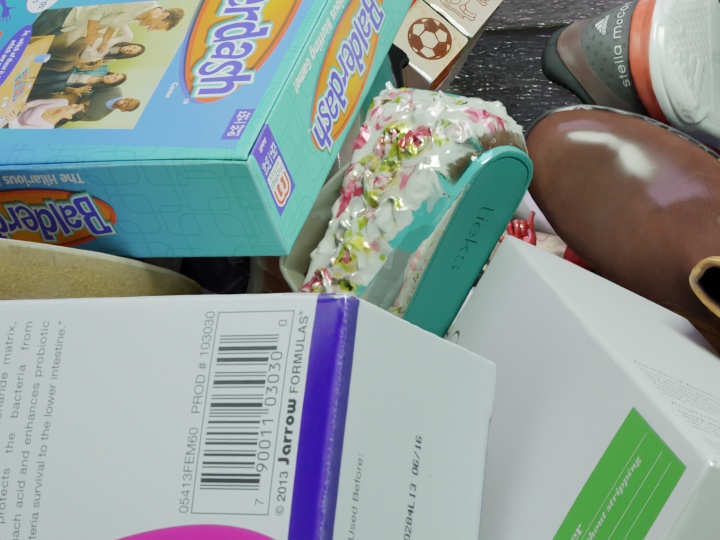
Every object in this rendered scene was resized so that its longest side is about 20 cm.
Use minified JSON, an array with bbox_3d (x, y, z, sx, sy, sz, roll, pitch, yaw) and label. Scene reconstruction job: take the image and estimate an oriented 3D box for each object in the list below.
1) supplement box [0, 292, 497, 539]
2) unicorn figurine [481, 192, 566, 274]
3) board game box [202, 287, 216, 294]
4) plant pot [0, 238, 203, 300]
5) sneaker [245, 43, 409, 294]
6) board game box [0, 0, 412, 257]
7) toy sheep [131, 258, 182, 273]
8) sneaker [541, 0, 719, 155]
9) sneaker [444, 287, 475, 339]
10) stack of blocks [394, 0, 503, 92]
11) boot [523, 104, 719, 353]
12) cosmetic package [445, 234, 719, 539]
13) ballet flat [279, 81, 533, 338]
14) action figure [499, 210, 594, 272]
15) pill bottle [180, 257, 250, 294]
[{"bbox_3d":[-0.069,0.068,0.891,0.199,0.102,0.103,-1,-14,30],"label":"supplement box"},{"bbox_3d":[0.084,-0.041,1.335,0.136,0.074,0.201,0,38,7],"label":"unicorn figurine"},{"bbox_3d":[-0.116,0.042,1.141,0.134,0.045,0.200,-16,25,-35],"label":"board game box"},{"bbox_3d":[-0.155,0.014,1.009,0.198,0.028,0.200,2,-8,0],"label":"plant pot"},{"bbox_3d":[0.000,0.000,1.068,0.071,0.202,0.080,-9,-10,40],"label":"sneaker"},{"bbox_3d":[-0.093,-0.069,1.008,0.199,0.045,0.153,-1,42,27],"label":"board game box"},{"bbox_3d":[-0.107,-0.045,1.126,0.199,0.139,0.138,-10,21,-13],"label":"toy sheep"},{"bbox_3d":[0.140,-0.054,1.219,0.081,0.200,0.077,-5,54,31],"label":"sneaker"},{"bbox_3d":[0.061,0.045,1.093,0.072,0.072,0.199,-9,23,-43],"label":"sneaker"},{"bbox_3d":[-0.021,-0.099,1.314,0.115,0.200,0.059,39,64,2],"label":"stack of blocks"},{"bbox_3d":[0.126,0.007,1.043,0.188,0.068,0.200,46,9,4],"label":"boot"},{"bbox_3d":[0.083,0.079,0.911,0.084,0.108,0.200,25,10,-23],"label":"cosmetic package"},{"bbox_3d":[-0.010,0.024,0.987,0.064,0.201,0.076,34,4,32],"label":"ballet flat"},{"bbox_3d":[0.126,-0.003,1.188,0.198,0.065,0.100,-3,59,-2],"label":"action figure"},{"bbox_3d":[-0.079,-0.045,1.288,0.199,0.107,0.106,16,26,39],"label":"pill bottle"}]
